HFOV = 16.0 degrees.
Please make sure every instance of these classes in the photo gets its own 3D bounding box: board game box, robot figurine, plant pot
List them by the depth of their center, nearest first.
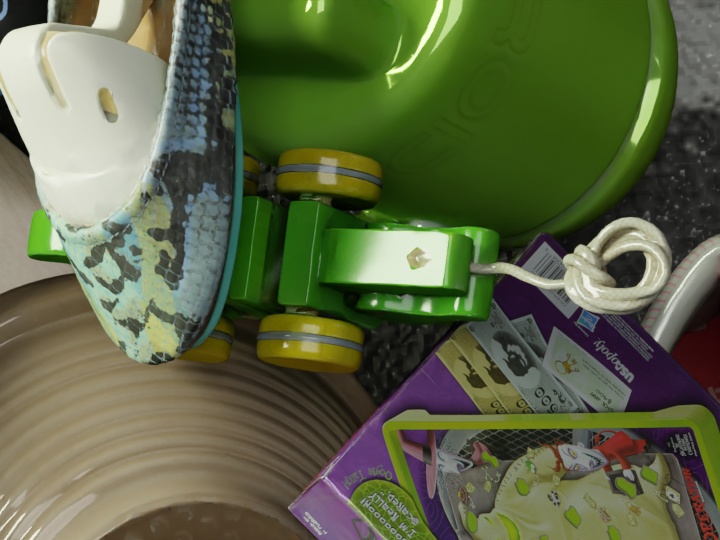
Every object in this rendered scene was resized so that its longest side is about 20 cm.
[{"bbox_3d":[0.087,0.096,0.734,0.200,0.032,0.120,45,49,0],"label":"board game box"},{"bbox_3d":[-0.063,0.105,0.769,0.200,0.093,0.202,-4,100,-22],"label":"plant pot"},{"bbox_3d":[0.024,-0.073,0.801,0.115,0.200,0.176,4,80,37],"label":"robot figurine"}]

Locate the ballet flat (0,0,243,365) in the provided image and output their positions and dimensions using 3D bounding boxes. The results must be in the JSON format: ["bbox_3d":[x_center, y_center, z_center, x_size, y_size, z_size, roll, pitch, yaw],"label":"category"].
[{"bbox_3d":[-0.070,-0.076,0.702,0.074,0.074,0.201,0,81,1],"label":"ballet flat"}]

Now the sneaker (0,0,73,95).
[{"bbox_3d":[-0.143,-0.142,0.720,0.200,0.078,0.070,50,50,-4],"label":"sneaker"}]

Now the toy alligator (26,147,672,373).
[{"bbox_3d":[0.000,0.000,0.730,0.199,0.054,0.060,3,81,24],"label":"toy alligator"}]

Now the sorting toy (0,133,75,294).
[{"bbox_3d":[-0.194,0.024,0.839,0.200,0.070,0.199,41,82,7],"label":"sorting toy"}]

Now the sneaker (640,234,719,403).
[{"bbox_3d":[0.161,0.006,0.822,0.200,0.105,0.075,-33,79,-7],"label":"sneaker"}]
